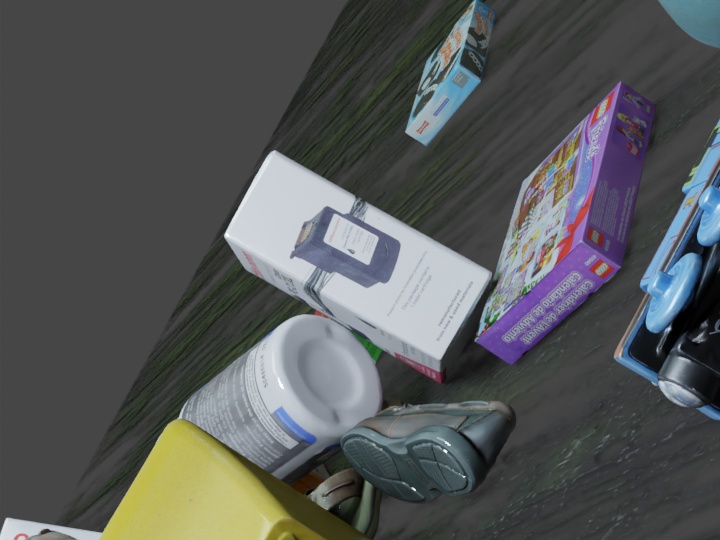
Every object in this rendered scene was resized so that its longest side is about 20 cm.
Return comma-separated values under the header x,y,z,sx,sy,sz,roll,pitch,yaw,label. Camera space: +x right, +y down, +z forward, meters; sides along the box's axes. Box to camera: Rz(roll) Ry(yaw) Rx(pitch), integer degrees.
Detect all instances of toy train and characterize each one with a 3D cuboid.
x,y,z,sx,sy,sz,roll,pitch,yaw,label
0.207,-0.015,0.868,0.200,0.087,0.114,-61,2,-9,toy train

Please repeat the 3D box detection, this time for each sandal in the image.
x,y,z,sx,sy,sz,roll,pitch,yaw,label
-0.017,0.185,1.325,0.080,0.057,0.201,-44,19,51,sandal

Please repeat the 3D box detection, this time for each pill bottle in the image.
x,y,z,sx,sy,sz,roll,pitch,yaw,label
-0.083,0.130,1.364,0.200,0.114,0.114,-38,21,39,pill bottle

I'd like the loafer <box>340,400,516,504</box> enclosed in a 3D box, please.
x,y,z,sx,sy,sz,roll,pitch,yaw,label
0.053,0.130,1.202,0.063,0.072,0.200,-40,11,-22,loafer

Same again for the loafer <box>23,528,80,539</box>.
x,y,z,sx,sy,sz,roll,pitch,yaw,label
-0.222,0.225,1.181,0.072,0.063,0.200,-62,-19,-9,loafer

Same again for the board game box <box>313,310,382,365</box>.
x,y,z,sx,sy,sz,roll,pitch,yaw,label
-0.022,0.077,1.697,0.153,0.040,0.200,-62,12,-25,board game box

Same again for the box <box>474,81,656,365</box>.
x,y,z,sx,sy,sz,roll,pitch,yaw,label
0.159,-0.038,1.239,0.137,0.039,0.200,-48,14,43,box

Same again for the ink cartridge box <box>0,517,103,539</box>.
x,y,z,sx,sy,sz,roll,pitch,yaw,label
-0.240,0.312,1.306,0.084,0.146,0.200,83,-164,-59,ink cartridge box

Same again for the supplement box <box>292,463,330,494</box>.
x,y,z,sx,sy,sz,roll,pitch,yaw,label
-0.097,0.217,1.544,0.126,0.073,0.200,-56,11,0,supplement box

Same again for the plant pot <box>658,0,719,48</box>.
x,y,z,sx,sy,sz,roll,pitch,yaw,label
0.253,-0.219,1.032,0.200,0.199,0.135,-71,-17,-52,plant pot

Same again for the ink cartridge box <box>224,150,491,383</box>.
x,y,z,sx,sy,sz,roll,pitch,yaw,label
0.000,0.000,1.310,0.084,0.200,0.145,-59,-9,-8,ink cartridge box

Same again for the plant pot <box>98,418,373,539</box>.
x,y,z,sx,sy,sz,roll,pitch,yaw,label
-0.070,0.241,1.095,0.200,0.200,0.176,-59,22,-13,plant pot

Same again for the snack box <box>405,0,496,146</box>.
x,y,z,sx,sy,sz,roll,pitch,yaw,label
0.115,-0.251,2.035,0.116,0.037,0.200,-50,13,32,snack box
